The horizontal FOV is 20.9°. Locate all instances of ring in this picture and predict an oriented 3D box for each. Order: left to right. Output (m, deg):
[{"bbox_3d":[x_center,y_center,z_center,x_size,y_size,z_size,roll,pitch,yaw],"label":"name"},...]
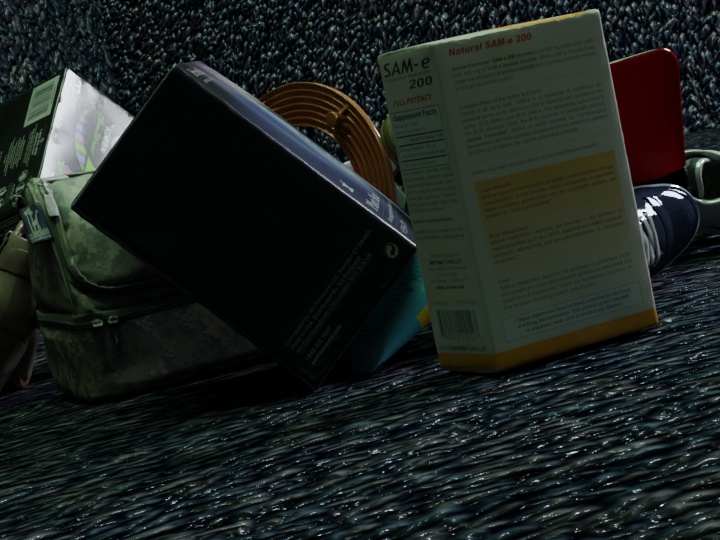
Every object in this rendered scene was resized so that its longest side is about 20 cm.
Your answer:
[{"bbox_3d":[-0.049,-0.049,1.554,0.199,0.202,0.019,-7,-2,44],"label":"ring"}]

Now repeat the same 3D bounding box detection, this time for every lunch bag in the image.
[{"bbox_3d":[-0.155,-0.004,1.484,0.199,0.169,0.139,-14,5,-21],"label":"lunch bag"}]

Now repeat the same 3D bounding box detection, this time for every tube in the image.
[{"bbox_3d":[0.055,-0.003,1.326,0.200,0.050,0.077,-46,11,-19],"label":"tube"}]

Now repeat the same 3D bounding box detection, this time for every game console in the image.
[{"bbox_3d":[0.135,-0.080,1.465,0.199,0.120,0.172,-17,4,-9],"label":"game console"}]

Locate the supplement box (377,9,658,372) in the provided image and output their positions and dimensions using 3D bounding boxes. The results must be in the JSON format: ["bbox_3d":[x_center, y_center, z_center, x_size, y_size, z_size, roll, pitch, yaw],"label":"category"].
[{"bbox_3d":[0.097,-0.049,1.203,0.125,0.202,0.073,-13,5,-27],"label":"supplement box"}]

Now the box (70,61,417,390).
[{"bbox_3d":[-0.072,-0.039,1.323,0.124,0.198,0.200,-54,4,5],"label":"box"}]

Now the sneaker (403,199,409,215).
[{"bbox_3d":[0.101,-0.034,1.832,0.066,0.091,0.200,6,20,-36],"label":"sneaker"}]

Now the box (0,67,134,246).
[{"bbox_3d":[-0.237,-0.050,1.714,0.124,0.149,0.200,-21,-43,37],"label":"box"}]

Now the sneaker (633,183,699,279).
[{"bbox_3d":[0.178,-0.014,1.362,0.199,0.071,0.108,-22,4,-25],"label":"sneaker"}]

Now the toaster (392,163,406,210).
[{"bbox_3d":[0.114,-0.092,1.970,0.129,0.200,0.114,-21,-27,-41],"label":"toaster"}]

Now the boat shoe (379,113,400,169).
[{"bbox_3d":[0.069,-0.069,1.546,0.063,0.074,0.200,-24,-28,27],"label":"boat shoe"}]

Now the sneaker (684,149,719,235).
[{"bbox_3d":[0.245,-0.068,1.591,0.199,0.077,0.080,-4,-20,31],"label":"sneaker"}]

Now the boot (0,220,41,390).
[{"bbox_3d":[-0.280,0.021,1.598,0.070,0.147,0.200,21,11,-11],"label":"boot"}]

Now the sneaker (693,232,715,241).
[{"bbox_3d":[0.237,-0.055,1.688,0.199,0.073,0.084,-6,5,40],"label":"sneaker"}]

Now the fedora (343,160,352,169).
[{"bbox_3d":[-0.064,-0.050,1.761,0.090,0.178,0.200,40,34,20],"label":"fedora"}]
